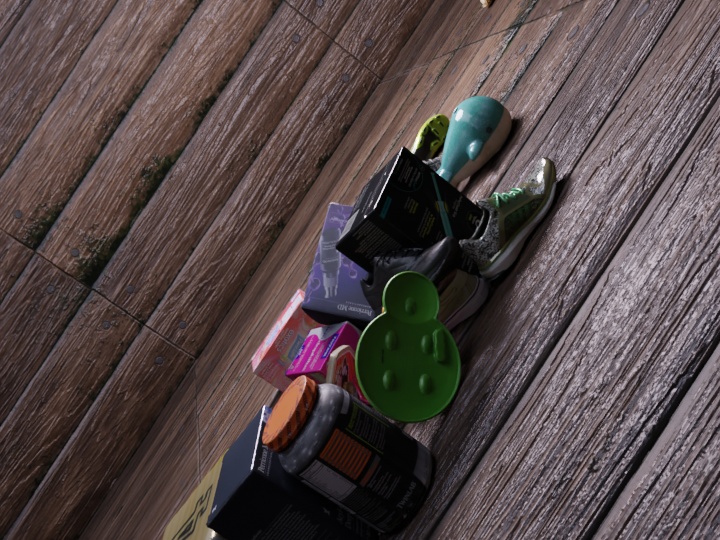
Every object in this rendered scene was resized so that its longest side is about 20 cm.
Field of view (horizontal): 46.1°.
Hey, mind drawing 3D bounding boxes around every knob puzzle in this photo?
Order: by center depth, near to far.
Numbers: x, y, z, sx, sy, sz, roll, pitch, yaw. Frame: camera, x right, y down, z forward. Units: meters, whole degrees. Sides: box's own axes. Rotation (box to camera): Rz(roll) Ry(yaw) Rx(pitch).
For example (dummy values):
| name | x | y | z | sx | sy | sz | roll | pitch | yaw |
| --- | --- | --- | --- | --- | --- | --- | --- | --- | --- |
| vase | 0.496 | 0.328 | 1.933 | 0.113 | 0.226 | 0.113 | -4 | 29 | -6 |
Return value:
| name | x | y | z | sx | sy | sz | roll | pitch | yaw |
| --- | --- | --- | --- | --- | --- | --- | --- | --- | --- |
| knob puzzle | -0.021 | 0.204 | 1.278 | 0.219 | 0.030 | 0.225 | 4 | -90 | -76 |

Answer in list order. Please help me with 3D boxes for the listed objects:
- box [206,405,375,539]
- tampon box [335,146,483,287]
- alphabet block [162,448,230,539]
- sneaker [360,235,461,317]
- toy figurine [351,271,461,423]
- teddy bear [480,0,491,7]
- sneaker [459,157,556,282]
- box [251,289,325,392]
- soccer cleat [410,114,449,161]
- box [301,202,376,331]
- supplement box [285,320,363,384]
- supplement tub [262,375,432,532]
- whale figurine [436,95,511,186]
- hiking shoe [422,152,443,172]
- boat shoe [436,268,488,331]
| name | x | y | z | sx | sy | sz | roll | pitch | yaw |
| --- | --- | --- | --- | --- | --- | --- | --- | --- | --- |
| box | -0.084 | 0.303 | 1.113 | 0.108 | 0.198 | 0.149 | -50 | 15 | 19 |
| tampon box | 0.089 | -0.057 | 1.339 | 0.126 | 0.199 | 0.151 | -39 | 20 | 49 |
| alphabet block | -0.169 | 0.412 | 1.178 | 0.197 | 0.194 | 0.201 | -49 | 14 | 18 |
| sneaker | 0.065 | 0.002 | 1.238 | 0.200 | 0.091 | 0.076 | -41 | -6 | 39 |
| toy figurine | 0.045 | 0.122 | 1.206 | 0.184 | 0.147 | 0.205 | 133 | 141 | -70 |
| teddy bear | 0.396 | -0.825 | 2.357 | 0.202 | 0.066 | 0.145 | -58 | 3 | 19 |
| sneaker | 0.211 | -0.088 | 1.220 | 0.202 | 0.088 | 0.077 | -58 | 14 | -9 |
| box | -0.153 | 0.158 | 1.904 | 0.202 | 0.094 | 0.103 | -56 | 14 | 3 |
| soccer cleat | 0.140 | -0.275 | 1.953 | 0.203 | 0.064 | 0.084 | -60 | 12 | -15 |
| box | 0.000 | 0.000 | 1.488 | 0.104 | 0.145 | 0.204 | 46 | -125 | -64 |
| supplement box | -0.043 | 0.166 | 1.498 | 0.102 | 0.103 | 0.199 | -59 | 16 | -20 |
| supplement tub | -0.017 | 0.226 | 1.058 | 0.123 | 0.198 | 0.123 | -50 | 14 | 17 |
| whale figurine | 0.193 | -0.239 | 1.593 | 0.201 | 0.103 | 0.160 | -50 | 15 | 13 |
| hiking shoe | 0.141 | -0.194 | 1.684 | 0.202 | 0.100 | 0.075 | -61 | 16 | -20 |
| boat shoe | 0.111 | 0.063 | 1.277 | 0.200 | 0.061 | 0.073 | -46 | 16 | 36 |
